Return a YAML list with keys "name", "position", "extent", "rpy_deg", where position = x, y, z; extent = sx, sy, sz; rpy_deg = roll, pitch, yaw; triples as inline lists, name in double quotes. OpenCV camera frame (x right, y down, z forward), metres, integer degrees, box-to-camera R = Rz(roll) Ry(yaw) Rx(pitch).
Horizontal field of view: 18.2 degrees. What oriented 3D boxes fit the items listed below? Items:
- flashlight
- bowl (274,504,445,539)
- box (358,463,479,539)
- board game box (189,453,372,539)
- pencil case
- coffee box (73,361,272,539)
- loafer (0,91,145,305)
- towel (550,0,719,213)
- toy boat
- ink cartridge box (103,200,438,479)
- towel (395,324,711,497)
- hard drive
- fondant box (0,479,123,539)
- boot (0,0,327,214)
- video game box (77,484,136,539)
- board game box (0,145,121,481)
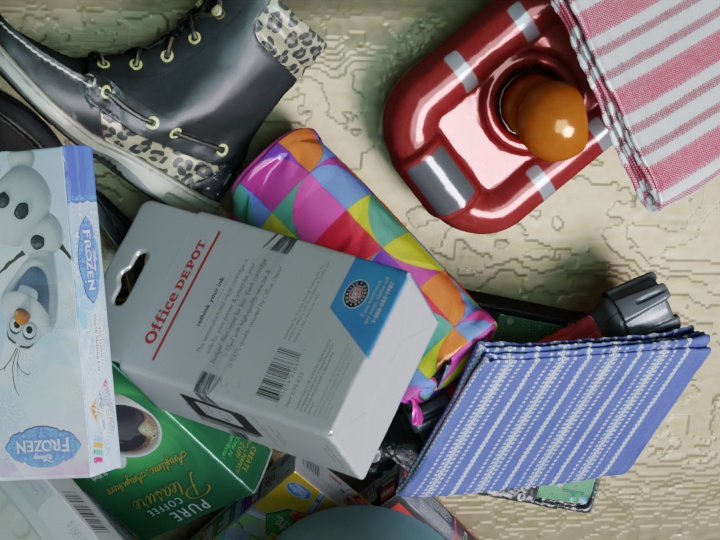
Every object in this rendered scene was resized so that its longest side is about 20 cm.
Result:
- name: "flashlight"
  position: [0.120, 0.062, 1.523]
  extent: [0.199, 0.068, 0.068]
  rpy_deg: [-25, 115, -4]
- name: "bowl"
  position: [-0.001, 0.233, 1.463]
  extent: [0.199, 0.105, 0.202]
  rpy_deg: [0, 118, 0]
- name: "box"
  position: [0.041, 0.245, 1.592]
  extent: [0.137, 0.040, 0.200]
  rpy_deg: [-38, 112, 19]
- name: "board game box"
  position: [-0.017, 0.226, 1.539]
  extent: [0.200, 0.034, 0.134]
  rpy_deg: [40, 113, -18]
- name: "pencil case"
  position: [0.000, 0.000, 1.463]
  extent: [0.088, 0.088, 0.200]
  rpy_deg: [-42, 80, 1]
- name: "coffee box"
  position: [-0.168, 0.089, 1.479]
  extent: [0.200, 0.044, 0.123]
  rpy_deg: [44, 133, -20]
- name: "loafer"
  position: [-0.212, -0.052, 1.441]
  extent: [0.200, 0.072, 0.073]
  rpy_deg: [40, 94, -21]
- name: "towel"
  position: [0.191, -0.152, 1.447]
  extent: [0.146, 0.030, 0.201]
  rpy_deg: [-30, 98, -37]
- name: "toy boat"
  position: [0.118, -0.108, 1.475]
  extent: [0.200, 0.131, 0.131]
  rpy_deg: [-39, 112, 0]
- name: "ink cartridge box"
  position: [-0.067, 0.039, 1.394]
  extent: [0.116, 0.199, 0.067]
  rpy_deg: [-63, 150, -18]
- name: "towel"
  position: [0.131, 0.094, 1.506]
  extent: [0.199, 0.024, 0.145]
  rpy_deg: [-2, 136, -33]
- name: "hard drive"
  position: [0.086, 0.087, 1.577]
  extent: [0.199, 0.038, 0.141]
  rpy_deg: [11, 104, -16]
- name: "fondant box"
  position: [-0.232, 0.237, 1.441]
  extent: [0.200, 0.058, 0.144]
  rpy_deg: [-45, 76, 5]
- name: "boot"
  position: [-0.132, -0.141, 1.436]
  extent: [0.203, 0.073, 0.154]
  rpy_deg: [37, 93, -27]
- name: "video game box"
  position: [-0.207, 0.279, 1.559]
  extent: [0.200, 0.047, 0.182]
  rpy_deg: [-42, 114, 1]
- name: "board game box"
  position: [-0.252, 0.031, 1.393]
  extent: [0.199, 0.043, 0.201]
  rpy_deg: [-4, 91, 23]
